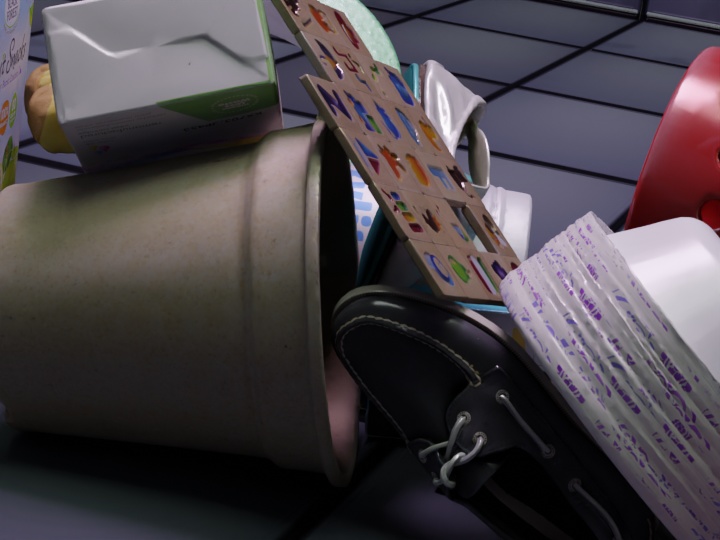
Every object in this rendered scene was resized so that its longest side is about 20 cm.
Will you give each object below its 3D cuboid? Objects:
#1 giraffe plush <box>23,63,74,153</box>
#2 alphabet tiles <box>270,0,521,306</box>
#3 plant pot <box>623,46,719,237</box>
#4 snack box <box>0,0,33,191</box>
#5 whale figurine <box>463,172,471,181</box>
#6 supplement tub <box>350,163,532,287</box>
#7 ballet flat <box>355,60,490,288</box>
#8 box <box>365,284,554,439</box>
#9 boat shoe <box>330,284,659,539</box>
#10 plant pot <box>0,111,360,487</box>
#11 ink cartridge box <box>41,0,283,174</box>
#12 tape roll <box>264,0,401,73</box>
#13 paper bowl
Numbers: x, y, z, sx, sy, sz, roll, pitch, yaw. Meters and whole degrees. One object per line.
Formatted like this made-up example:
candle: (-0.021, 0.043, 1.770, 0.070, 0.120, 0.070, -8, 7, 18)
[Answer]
giraffe plush: (-0.136, -0.099, 1.490, 0.199, 0.163, 0.173, -25, 25, -5)
alphabet tiles: (0.020, -0.065, 1.038, 0.200, 0.008, 0.167, 58, 18, 15)
plant pot: (0.301, -0.039, 1.414, 0.182, 0.201, 0.200, 23, 20, 19)
snack box: (-0.284, -0.123, 1.390, 0.067, 0.201, 0.169, 8, 16, 1)
whale figurine: (0.012, -0.022, 1.359, 0.199, 0.104, 0.159, 3, 17, -19)
supplement tub: (0.000, 0.000, 1.227, 0.199, 0.133, 0.132, 7, 16, 2)
ballet flat: (0.044, -0.049, 1.150, 0.069, 0.070, 0.200, 9, 43, 3)
box: (0.106, 0.059, 1.127, 0.199, 0.083, 0.049, 5, 13, 9)
boat shoe: (0.064, 0.084, 0.967, 0.200, 0.073, 0.063, 40, 33, -6)
plant pot: (-0.099, 0.016, 1.055, 0.183, 0.201, 0.201, -1, 15, 6)
ink cartridge box: (-0.103, -0.094, 1.098, 0.117, 0.068, 0.200, -11, -11, -2)
tape roll: (-0.072, -0.128, 1.350, 0.199, 0.048, 0.201, 8, 54, -11)
paper bowl: (0.168, 0.055, 0.981, 0.201, 0.104, 0.201, 51, 8, -10)
